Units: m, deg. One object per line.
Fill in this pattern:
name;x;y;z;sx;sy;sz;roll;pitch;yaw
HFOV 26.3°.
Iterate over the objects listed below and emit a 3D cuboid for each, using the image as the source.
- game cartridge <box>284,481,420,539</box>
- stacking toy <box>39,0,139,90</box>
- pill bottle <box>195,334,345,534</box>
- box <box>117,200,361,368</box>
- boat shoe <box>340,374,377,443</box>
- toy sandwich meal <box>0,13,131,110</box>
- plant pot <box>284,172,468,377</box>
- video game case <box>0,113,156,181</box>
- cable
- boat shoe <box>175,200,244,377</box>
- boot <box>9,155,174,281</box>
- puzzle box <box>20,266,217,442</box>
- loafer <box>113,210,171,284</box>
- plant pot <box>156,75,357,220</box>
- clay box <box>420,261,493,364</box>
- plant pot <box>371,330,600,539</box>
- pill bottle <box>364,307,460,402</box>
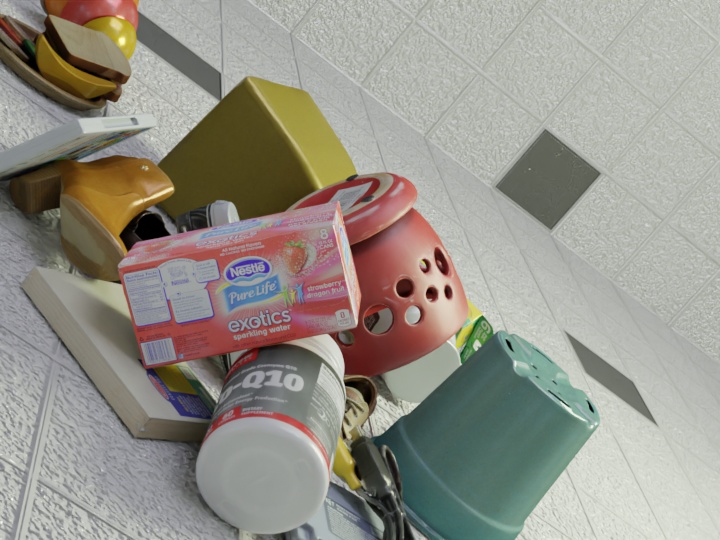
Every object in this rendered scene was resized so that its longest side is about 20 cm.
game cartridge;0.009;0.262;1.419;0.200;0.042;0.133;35;11;-19
stacking toy;-0.359;-0.326;2.141;0.146;0.146;0.200;24;41;-49
pill bottle;-0.073;0.132;1.373;0.114;0.114;0.200;37;24;-12
box;-0.107;0.011;1.404;0.095;0.200;0.103;-81;158;-74
boat shoe;-0.031;0.147;1.575;0.076;0.074;0.200;41;16;2
toy sandwich meal;-0.383;-0.279;1.968;0.205;0.070;0.205;38;14;-11
plant pot;0.000;0.000;1.741;0.200;0.200;0.183;-93;161;-71
video game case;-0.305;-0.124;1.572;0.018;0.143;0.200;68;15;-2
cable;0.018;0.224;1.442;0.097;0.050;0.200;35;25;-50
boat shoe;-0.145;0.031;1.578;0.072;0.071;0.200;24;55;-76
boot;-0.242;-0.064;1.543;0.144;0.071;0.201;-18;39;-38
puzzle box;-0.213;0.079;1.416;0.200;0.025;0.133;48;15;28
loafer;-0.226;-0.031;1.623;0.073;0.071;0.200;31;17;-35
plant pot;-0.108;-0.092;1.901;0.200;0.195;0.194;52;16;13
clay box;0.087;0.053;2.096;0.048;0.115;0.200;-30;66;-33
plant pot;0.143;0.184;1.673;0.200;0.196;0.200;38;14;-11
pill bottle;0.055;0.074;1.945;0.114;0.114;0.200;33;16;-26
